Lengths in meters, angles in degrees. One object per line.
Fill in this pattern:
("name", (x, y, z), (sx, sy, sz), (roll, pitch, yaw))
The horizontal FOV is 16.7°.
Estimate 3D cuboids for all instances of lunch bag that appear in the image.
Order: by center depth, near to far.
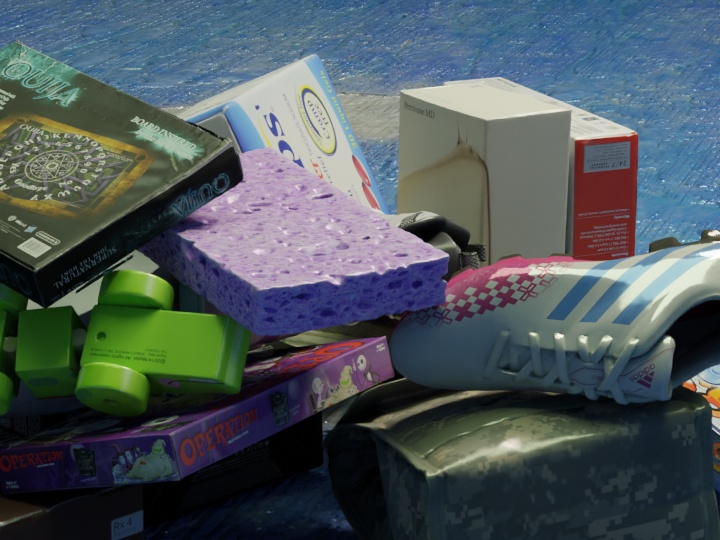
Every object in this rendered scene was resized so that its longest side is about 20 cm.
("lunch bag", (0.081, 0.107, 1.324), (0.164, 0.118, 0.200), (-11, 15, -16))

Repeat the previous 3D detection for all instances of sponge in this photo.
("sponge", (-0.050, -0.018, 1.289), (0.111, 0.030, 0.200), (-11, 24, -28))

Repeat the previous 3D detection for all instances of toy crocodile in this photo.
("toy crocodile", (-0.152, 0.042, 1.258), (0.199, 0.068, 0.062), (-1, -25, 14))

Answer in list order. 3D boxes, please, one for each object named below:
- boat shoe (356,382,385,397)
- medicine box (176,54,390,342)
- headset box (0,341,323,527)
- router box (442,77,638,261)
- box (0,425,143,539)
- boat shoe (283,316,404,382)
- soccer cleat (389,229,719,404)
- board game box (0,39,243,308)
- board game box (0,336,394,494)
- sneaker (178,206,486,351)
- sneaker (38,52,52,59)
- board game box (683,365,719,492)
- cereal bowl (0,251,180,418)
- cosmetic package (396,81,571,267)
("boat shoe", (0.084, 0.091, 1.510), (0.200, 0.063, 0.073), (9, 44, 38))
("medicine box", (-0.063, -0.030, 1.647), (0.103, 0.183, 0.200), (-22, 8, 21))
("headset box", (-0.142, 0.079, 1.493), (0.149, 0.077, 0.200), (-16, 22, -41))
("router box", (0.118, -0.026, 1.682), (0.049, 0.180, 0.200), (-7, 18, -23))
("box", (-0.217, 0.131, 1.322), (0.200, 0.075, 0.100), (13, 19, 43))
("boat shoe", (0.040, 0.034, 1.480), (0.200, 0.065, 0.072), (0, -13, 37))
("soccer cleat", (0.114, 0.034, 1.247), (0.199, 0.070, 0.086), (-13, 44, 3))
("board game box", (-0.175, -0.056, 1.304), (0.135, 0.028, 0.200), (-34, 40, -28))
("board game box", (-0.084, 0.075, 1.295), (0.120, 0.032, 0.200), (-3, 11, 33))
("sneaker", (0.000, 0.000, 1.373), (0.140, 0.078, 0.200), (1, 15, 33))
("sneaker", (-0.197, -0.048, 1.391), (0.084, 0.077, 0.200), (-1, 42, 16))
("board game box", (0.249, 0.095, 1.408), (0.135, 0.035, 0.200), (-13, 40, -37))
("cereal bowl", (-0.176, 0.022, 1.407), (0.200, 0.083, 0.200), (-12, 30, 7))
("cosmetic package", (0.078, -0.015, 1.601), (0.073, 0.201, 0.103), (-10, 18, -31))
